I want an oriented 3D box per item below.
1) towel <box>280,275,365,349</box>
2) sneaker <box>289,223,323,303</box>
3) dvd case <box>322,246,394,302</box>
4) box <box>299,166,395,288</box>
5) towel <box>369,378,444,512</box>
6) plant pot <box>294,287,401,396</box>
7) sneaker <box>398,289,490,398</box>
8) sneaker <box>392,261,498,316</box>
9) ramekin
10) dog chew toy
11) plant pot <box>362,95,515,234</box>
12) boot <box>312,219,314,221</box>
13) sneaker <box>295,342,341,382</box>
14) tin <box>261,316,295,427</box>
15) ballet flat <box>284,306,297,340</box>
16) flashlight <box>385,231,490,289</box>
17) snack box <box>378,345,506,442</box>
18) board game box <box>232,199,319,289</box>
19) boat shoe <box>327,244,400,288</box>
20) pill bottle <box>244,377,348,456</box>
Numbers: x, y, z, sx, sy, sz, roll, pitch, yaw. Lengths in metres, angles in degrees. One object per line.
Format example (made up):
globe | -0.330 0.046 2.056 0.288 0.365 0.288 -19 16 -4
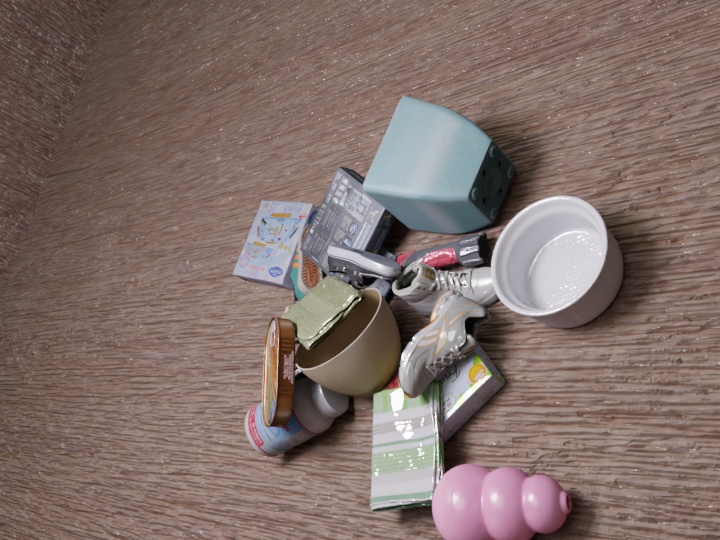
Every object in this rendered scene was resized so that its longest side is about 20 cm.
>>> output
towel | -0.075 0.073 1.416 0.148 0.037 0.200 -43 20 -9
sneaker | -0.120 -0.013 1.645 0.080 0.071 0.201 -49 26 43
dvd case | 0.005 0.010 1.549 0.143 0.017 0.200 -56 42 4
box | -0.024 -0.084 1.523 0.157 0.051 0.201 40 113 36
towel | 0.072 0.287 1.242 0.148 0.031 0.202 -20 57 35
plant pot | -0.002 0.151 1.370 0.199 0.135 0.201 -35 20 15
sneaker | 0.139 0.125 1.227 0.091 0.076 0.201 21 71 37
sneaker | 0.151 0.025 1.324 0.199 0.115 0.074 -20 53 35
ramekin | 0.316 -0.007 1.192 0.199 0.097 0.202 -22 54 34
dog chew toy | 0.206 0.342 1.094 0.198 0.124 0.126 -14 58 30
plant pot | 0.162 -0.179 1.379 0.199 0.195 0.198 18 81 40
boot | -0.021 -0.109 1.603 0.131 0.068 0.200 -55 33 -1
sneaker | -0.102 0.197 1.528 0.200 0.076 0.088 -43 20 25
tin | -0.151 0.186 1.383 0.112 0.041 0.202 147 127 -61
ballet flat | -0.113 0.093 1.566 0.199 0.071 0.070 -27 55 40
flashlight | 0.139 -0.014 1.388 0.198 0.068 0.068 -13 97 33
snack box | 0.133 0.204 1.287 0.200 0.053 0.143 -48 44 14
board game box | -0.197 -0.065 1.773 0.199 0.041 0.201 10 75 47
boat shoe | 0.000 0.000 1.413 0.199 0.069 0.067 18 102 47
pill bottle | -0.122 0.276 1.456 0.199 0.108 0.110 -33 48 27
